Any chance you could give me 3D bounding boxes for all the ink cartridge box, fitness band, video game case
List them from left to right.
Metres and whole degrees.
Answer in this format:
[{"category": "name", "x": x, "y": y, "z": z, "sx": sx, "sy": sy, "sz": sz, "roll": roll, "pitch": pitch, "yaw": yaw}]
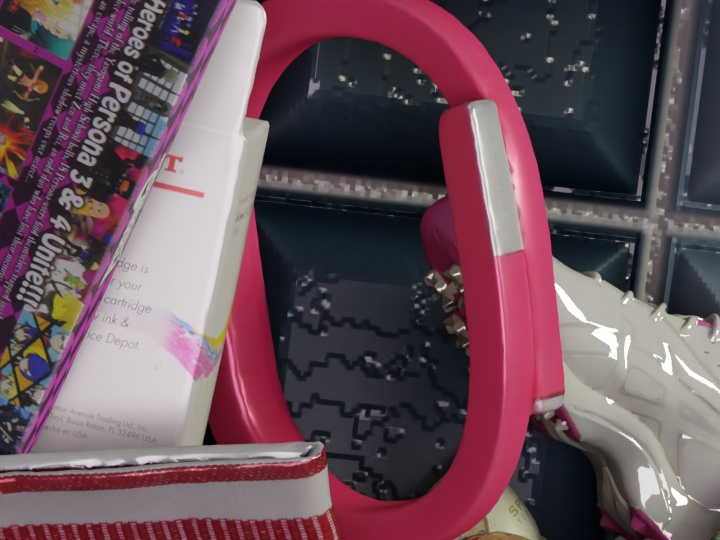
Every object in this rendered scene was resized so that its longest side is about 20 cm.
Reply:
[{"category": "video game case", "x": -0.149, "y": -0.055, "z": 0.886, "sx": 0.181, "sy": 0.036, "sz": 0.201, "roll": 28, "pitch": 119, "yaw": 2}, {"category": "ink cartridge box", "x": -0.100, "y": -0.004, "z": 0.972, "sx": 0.116, "sy": 0.067, "sz": 0.201, "roll": 14, "pitch": 97, "yaw": 4}, {"category": "fitness band", "x": 0.000, "y": 0.000, "z": 1.011, "sx": 0.143, "sy": 0.037, "sz": 0.201, "roll": -5, "pitch": 93, "yaw": 38}]

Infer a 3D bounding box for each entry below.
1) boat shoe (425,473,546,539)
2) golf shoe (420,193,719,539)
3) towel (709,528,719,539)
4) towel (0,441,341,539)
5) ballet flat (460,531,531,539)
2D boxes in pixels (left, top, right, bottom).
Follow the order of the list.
[{"category": "boat shoe", "x": -0.020, "y": 0.143, "z": 1.052, "sx": 0.200, "sy": 0.073, "sz": 0.063, "roll": -33, "pitch": 93, "yaw": -12}, {"category": "golf shoe", "x": 0.101, "y": 0.038, "z": 1.055, "sx": 0.091, "sy": 0.075, "sz": 0.200, "roll": -42, "pitch": 106, "yaw": -9}, {"category": "towel", "x": 0.229, "y": 0.091, "z": 1.032, "sx": 0.149, "sy": 0.031, "sz": 0.200, "roll": 43, "pitch": 60, "yaw": 7}, {"category": "towel", "x": -0.072, "y": 0.142, "z": 0.955, "sx": 0.143, "sy": 0.023, "sz": 0.201, "roll": -3, "pitch": 125, "yaw": 3}, {"category": "ballet flat", "x": 0.106, "y": 0.141, "z": 0.966, "sx": 0.199, "sy": 0.065, "sz": 0.071, "roll": 10, "pitch": 111, "yaw": 24}]
